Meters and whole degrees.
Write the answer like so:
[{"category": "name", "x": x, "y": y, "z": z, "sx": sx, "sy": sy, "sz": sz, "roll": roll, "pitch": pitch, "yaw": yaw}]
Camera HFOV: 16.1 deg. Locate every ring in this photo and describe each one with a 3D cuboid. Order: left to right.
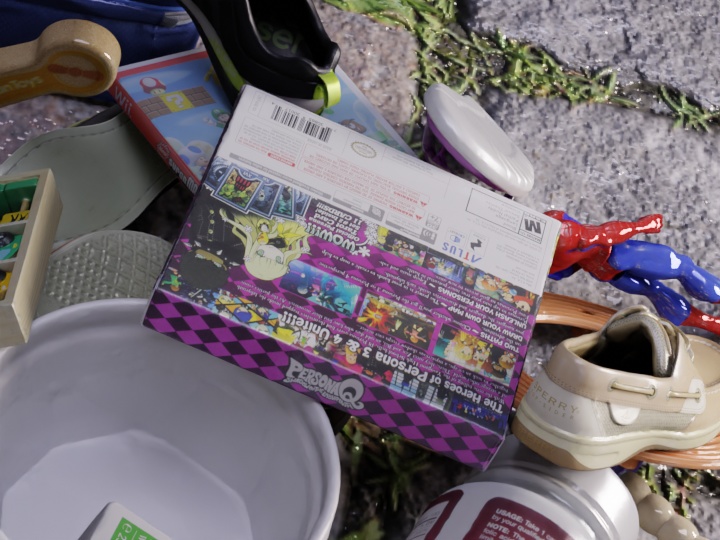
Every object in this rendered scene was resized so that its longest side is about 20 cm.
[{"category": "ring", "x": 0.141, "y": 0.065, "z": 1.457, "sx": 0.200, "sy": 0.019, "sz": 0.201, "roll": 17, "pitch": 20, "yaw": -6}]

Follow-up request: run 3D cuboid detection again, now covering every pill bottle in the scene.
[{"category": "pill bottle", "x": 0.062, "y": 0.184, "z": 1.315, "sx": 0.114, "sy": 0.114, "sz": 0.200, "roll": 30, "pitch": 49, "yaw": 10}]

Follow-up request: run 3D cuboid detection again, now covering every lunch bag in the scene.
[{"category": "lunch bag", "x": -0.170, "y": -0.198, "z": 1.560, "sx": 0.199, "sy": 0.132, "sz": 0.136, "roll": 10, "pitch": 48, "yaw": -7}]

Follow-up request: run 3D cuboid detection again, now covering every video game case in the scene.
[{"category": "video game case", "x": -0.037, "y": -0.061, "z": 1.467, "sx": 0.143, "sy": 0.017, "sz": 0.200, "roll": -17, "pitch": 54, "yaw": -35}, {"category": "video game case", "x": 0.000, "y": 0.000, "z": 1.377, "sx": 0.200, "sy": 0.036, "sz": 0.182, "roll": 23, "pitch": 43, "yaw": -4}]

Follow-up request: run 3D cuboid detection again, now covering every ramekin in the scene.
[{"category": "ramekin", "x": -0.117, "y": 0.123, "z": 1.319, "sx": 0.200, "sy": 0.105, "sz": 0.201, "roll": 9, "pitch": 48, "yaw": -10}]

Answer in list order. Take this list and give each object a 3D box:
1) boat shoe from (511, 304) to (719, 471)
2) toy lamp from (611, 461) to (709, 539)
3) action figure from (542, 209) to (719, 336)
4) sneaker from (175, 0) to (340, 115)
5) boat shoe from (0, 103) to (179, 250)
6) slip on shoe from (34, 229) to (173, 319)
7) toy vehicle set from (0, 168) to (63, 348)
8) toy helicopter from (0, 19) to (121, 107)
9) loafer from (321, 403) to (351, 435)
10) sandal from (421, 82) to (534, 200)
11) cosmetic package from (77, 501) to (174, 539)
[{"category": "boat shoe", "x": 0.154, "y": 0.056, "z": 1.372, "sx": 0.072, "sy": 0.065, "sz": 0.200, "roll": 31, "pitch": 23, "yaw": 28}, {"category": "toy lamp", "x": 0.182, "y": 0.151, "z": 1.419, "sx": 0.200, "sy": 0.058, "sz": 0.058, "roll": 41, "pitch": 51, "yaw": 18}, {"category": "action figure", "x": 0.154, "y": -0.007, "z": 1.508, "sx": 0.200, "sy": 0.065, "sz": 0.052, "roll": 15, "pitch": 63, "yaw": -29}, {"category": "sneaker", "x": -0.066, "y": -0.174, "z": 1.462, "sx": 0.072, "sy": 0.083, "sz": 0.200, "roll": -26, "pitch": 77, "yaw": -33}, {"category": "boat shoe", "x": -0.152, "y": -0.056, "z": 1.494, "sx": 0.201, "sy": 0.061, "sz": 0.072, "roll": -34, "pitch": 89, "yaw": -36}, {"category": "slip on shoe", "x": -0.168, "y": 0.028, "z": 1.416, "sx": 0.200, "sy": 0.061, "sz": 0.074, "roll": -22, "pitch": 81, "yaw": -45}, {"category": "toy vehicle set", "x": -0.265, "y": 0.006, "z": 1.353, "sx": 0.199, "sy": 0.027, "sz": 0.124, "roll": -9, "pitch": 35, "yaw": 10}, {"category": "toy helicopter", "x": -0.230, "y": -0.109, "z": 1.423, "sx": 0.199, "sy": 0.132, "sz": 0.079, "roll": -12, "pitch": 45, "yaw": 20}, {"category": "loafer", "x": -0.019, "y": 0.013, "z": 1.465, "sx": 0.073, "sy": 0.071, "sz": 0.200, "roll": 19, "pitch": 47, "yaw": 0}, {"category": "sandal", "x": 0.064, "y": -0.066, "z": 1.520, "sx": 0.082, "sy": 0.050, "sz": 0.203, "roll": 47, "pitch": 8, "yaw": 6}, {"category": "cosmetic package", "x": -0.066, "y": 0.213, "z": 1.163, "sx": 0.200, "sy": 0.085, "sz": 0.108, "roll": 33, "pitch": 40, "yaw": -7}]
